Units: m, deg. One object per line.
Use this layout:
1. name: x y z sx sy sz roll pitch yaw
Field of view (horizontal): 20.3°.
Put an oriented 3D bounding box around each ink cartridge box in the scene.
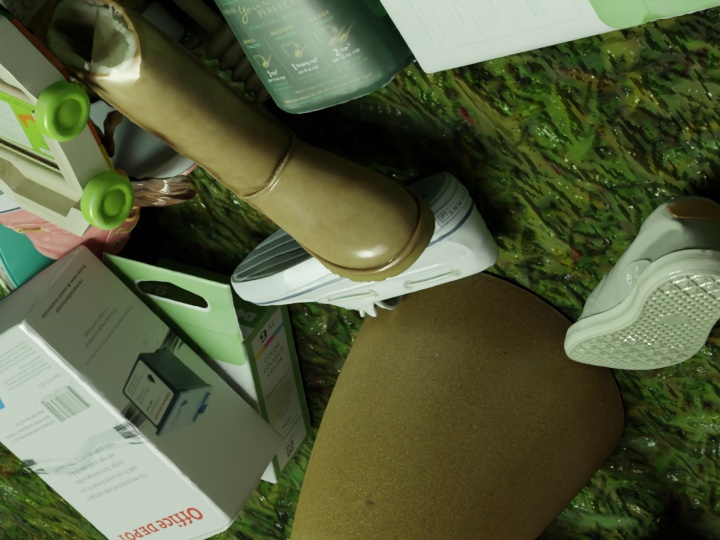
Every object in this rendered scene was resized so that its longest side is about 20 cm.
1. ink cartridge box: 0.093 -0.171 0.999 0.200 0.059 0.104 -8 125 43
2. ink cartridge box: -0.104 0.053 1.416 0.104 0.059 0.200 15 139 25
3. ink cartridge box: -0.175 0.097 1.397 0.200 0.086 0.146 44 143 -15

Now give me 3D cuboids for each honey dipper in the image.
1. honey dipper: -0.121 -0.179 1.203 0.200 0.038 0.038 43 143 -1

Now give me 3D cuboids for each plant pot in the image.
1. plant pot: 0.040 0.132 1.270 0.186 0.200 0.187 23 142 19

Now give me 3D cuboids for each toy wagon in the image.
1. toy wagon: -0.207 -0.104 1.145 0.155 0.040 0.200 24 148 38

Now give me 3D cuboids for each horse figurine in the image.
1. horse figurine: -0.192 -0.100 1.232 0.200 0.050 0.132 47 162 -13

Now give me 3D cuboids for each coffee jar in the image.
1. coffee jar: -0.049 -0.188 1.086 0.104 0.085 0.200 -11 124 40

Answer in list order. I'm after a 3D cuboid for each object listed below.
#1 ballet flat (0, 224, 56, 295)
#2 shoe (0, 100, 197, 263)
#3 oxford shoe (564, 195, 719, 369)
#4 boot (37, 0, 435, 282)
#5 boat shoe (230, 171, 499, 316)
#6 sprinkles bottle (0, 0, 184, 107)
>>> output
1. ballet flat: -0.217 0.013 1.470 0.200 0.069 0.071 51 166 -19
2. shoe: -0.166 -0.059 1.345 0.199 0.072 0.091 -11 146 31
3. oxford shoe: 0.170 0.012 1.158 0.075 0.058 0.200 5 158 -9
4. boot: -0.072 -0.075 1.156 0.175 0.066 0.200 22 169 44
5. boat shoe: 0.000 0.000 1.262 0.200 0.074 0.067 -16 119 47
6. sprinkles bottle: -0.201 -0.189 1.222 0.200 0.068 0.068 43 143 -9
